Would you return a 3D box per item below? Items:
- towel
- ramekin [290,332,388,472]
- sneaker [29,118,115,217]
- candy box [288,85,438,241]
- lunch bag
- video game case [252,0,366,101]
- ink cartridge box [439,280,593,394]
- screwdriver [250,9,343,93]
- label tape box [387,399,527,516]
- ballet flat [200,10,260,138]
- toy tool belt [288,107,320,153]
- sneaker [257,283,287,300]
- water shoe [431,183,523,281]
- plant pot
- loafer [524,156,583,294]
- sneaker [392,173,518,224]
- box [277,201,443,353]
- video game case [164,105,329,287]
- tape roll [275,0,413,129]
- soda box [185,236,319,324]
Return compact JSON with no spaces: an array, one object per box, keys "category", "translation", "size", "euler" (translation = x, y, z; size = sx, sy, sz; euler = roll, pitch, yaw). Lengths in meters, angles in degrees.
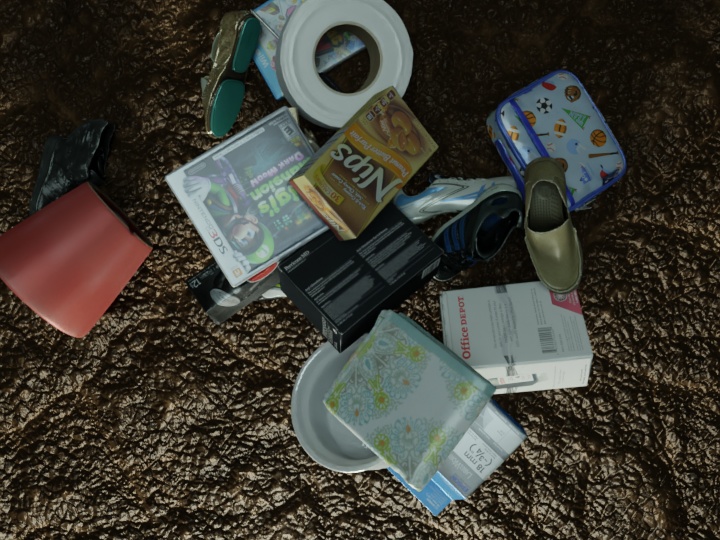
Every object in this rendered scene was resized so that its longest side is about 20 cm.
[{"category":"towel","translation":[0.060,0.168,1.029],"size":[0.200,0.048,0.171],"euler":[37,93,32]},{"category":"ramekin","translation":[0.006,0.201,1.127],"size":[0.200,0.098,0.201],"euler":[-9,68,24]},{"category":"sneaker","translation":[-0.461,-0.147,1.220],"size":[0.104,0.060,0.200],"euler":[10,89,10]},{"category":"candy box","translation":[0.008,-0.151,1.070],"size":[0.115,0.055,0.200],"euler":[49,66,-17]},{"category":"lunch bag","translation":[0.285,-0.177,1.110],"size":[0.160,0.076,0.200],"euler":[-30,89,-13]},{"category":"video game case","translation":[-0.081,-0.379,1.193],"size":[0.200,0.018,0.143],"euler":[-30,89,6]},{"category":"ink cartridge box","translation":[0.221,0.098,1.107],"size":[0.199,0.085,0.146],"euler":[-5,49,5]},{"category":"screwdriver","translation":[-0.098,-0.323,1.164],"size":[0.200,0.028,0.029],"euler":[39,74,-15]},{"category":"label tape box","translation":[0.134,0.270,1.164],"size":[0.144,0.063,0.200],"euler":[43,95,4]},{"category":"ballet flat","translation":[-0.212,-0.310,1.188],"size":[0.065,0.070,0.200],"euler":[28,103,28]},{"category":"toy tool belt","translation":[-0.150,-0.150,1.147],"size":[0.200,0.125,0.123],"euler":[-31,108,12]},{"category":"sneaker","translation":[-0.108,0.002,1.181],"size":[0.199,0.074,0.081],"euler":[-4,87,4]},{"category":"water shoe","translation":[0.159,-0.042,1.106],"size":[0.071,0.079,0.200],"euler":[24,129,-17]},{"category":"plant pot","translation":[-0.432,-0.026,1.163],"size":[0.177,0.200,0.200],"euler":[-43,87,-5]},{"category":"loafer","translation":[0.261,-0.054,1.051],"size":[0.076,0.067,0.201],"euler":[-10,107,25]},{"category":"sneaker","translation":[0.146,-0.119,1.148],"size":[0.199,0.072,0.073],"euler":[-12,96,5]},{"category":"box","translation":[0.000,0.000,1.109],"size":[0.200,0.079,0.141],"euler":[-37,71,-20]},{"category":"video game case","translation":[-0.142,-0.105,1.071],"size":[0.200,0.023,0.182],"euler":[-32,96,-8]},{"category":"tape roll","translation":[-0.026,-0.313,1.131],"size":[0.202,0.071,0.203],"euler":[-2,100,-12]},{"category":"soda box","translation":[-0.154,-0.008,1.124],"size":[0.200,0.071,0.063],"euler":[-36,71,-7]}]
